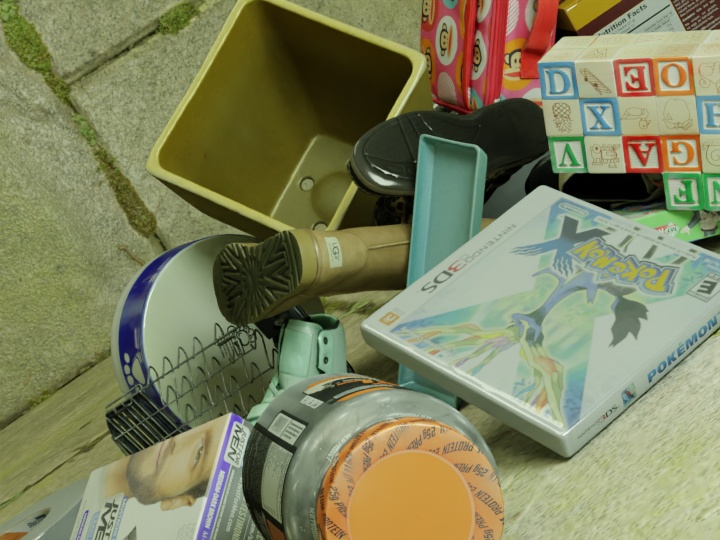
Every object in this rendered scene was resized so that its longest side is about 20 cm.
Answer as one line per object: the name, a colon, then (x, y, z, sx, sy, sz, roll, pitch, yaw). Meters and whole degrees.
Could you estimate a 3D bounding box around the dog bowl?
dog bowl: (-0.132, 0.068, 1.536, 0.200, 0.201, 0.079, -37, 11, -29)

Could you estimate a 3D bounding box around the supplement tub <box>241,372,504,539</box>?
supplement tub: (0.006, 0.124, 0.904, 0.122, 0.123, 0.200, -34, 8, -11)

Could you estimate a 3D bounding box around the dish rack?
dish rack: (-0.118, 0.113, 1.416, 0.199, 0.154, 0.055, -33, 31, 12)

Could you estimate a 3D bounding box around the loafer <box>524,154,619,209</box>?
loafer: (0.233, -0.092, 1.351, 0.198, 0.074, 0.072, -9, 9, -2)

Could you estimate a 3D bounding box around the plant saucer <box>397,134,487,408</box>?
plant saucer: (0.063, 0.001, 1.221, 0.019, 0.202, 0.070, -5, 14, -38)

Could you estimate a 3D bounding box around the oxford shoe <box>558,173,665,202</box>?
oxford shoe: (0.247, -0.082, 1.235, 0.198, 0.071, 0.075, -9, 33, 28)

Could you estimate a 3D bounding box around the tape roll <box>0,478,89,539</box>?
tape roll: (-0.313, 0.277, 1.492, 0.199, 0.066, 0.200, -32, 8, 5)

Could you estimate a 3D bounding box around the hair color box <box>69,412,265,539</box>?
hair color box: (-0.143, 0.187, 1.199, 0.199, 0.065, 0.110, -25, 42, 44)

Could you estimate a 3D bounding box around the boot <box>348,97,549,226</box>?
boot: (0.053, -0.072, 1.344, 0.199, 0.074, 0.151, -19, -17, -35)

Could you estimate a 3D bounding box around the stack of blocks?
stack of blocks: (0.234, -0.106, 1.143, 0.198, 0.116, 0.059, 2, 27, 28)

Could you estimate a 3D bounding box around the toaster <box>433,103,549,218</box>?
toaster: (0.146, -0.110, 1.610, 0.118, 0.201, 0.181, -34, 15, 7)

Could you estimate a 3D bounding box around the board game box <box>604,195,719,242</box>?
board game box: (0.186, -0.027, 1.216, 0.198, 0.029, 0.135, -15, 6, -8)

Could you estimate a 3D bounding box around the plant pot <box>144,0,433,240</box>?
plant pot: (-0.044, -0.101, 1.484, 0.197, 0.193, 0.200, -61, -22, -12)

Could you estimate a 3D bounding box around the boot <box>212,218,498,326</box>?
boot: (0.000, 0.000, 1.315, 0.199, 0.067, 0.175, -5, -4, -32)

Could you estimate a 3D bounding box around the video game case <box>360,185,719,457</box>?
video game case: (0.126, 0.024, 1.054, 0.182, 0.022, 0.199, -37, 38, -23)

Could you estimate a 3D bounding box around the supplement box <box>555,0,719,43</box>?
supplement box: (0.250, -0.195, 1.475, 0.132, 0.201, 0.197, -33, 18, -5)

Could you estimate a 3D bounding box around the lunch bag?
lunch bag: (0.120, -0.231, 1.397, 0.081, 0.202, 0.176, -3, 16, -21)

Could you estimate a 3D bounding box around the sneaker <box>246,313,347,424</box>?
sneaker: (-0.067, 0.105, 1.294, 0.073, 0.119, 0.200, 5, 23, 21)
